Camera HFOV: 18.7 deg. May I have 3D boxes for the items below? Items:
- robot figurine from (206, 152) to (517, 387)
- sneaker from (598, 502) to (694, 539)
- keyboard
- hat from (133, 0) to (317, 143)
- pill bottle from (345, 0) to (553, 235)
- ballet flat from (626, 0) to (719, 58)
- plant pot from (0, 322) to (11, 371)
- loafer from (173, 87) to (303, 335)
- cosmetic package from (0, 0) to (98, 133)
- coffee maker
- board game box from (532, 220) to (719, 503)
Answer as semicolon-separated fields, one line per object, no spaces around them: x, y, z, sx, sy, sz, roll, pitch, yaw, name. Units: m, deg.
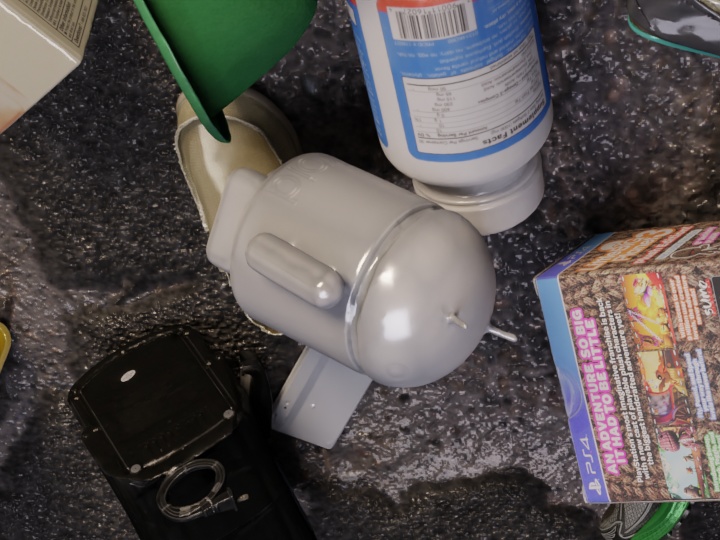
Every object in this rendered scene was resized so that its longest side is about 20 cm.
0.000;0.000;1.339;0.199;0.169;0.113;25;108;29;robot figurine
0.208;0.115;1.557;0.085;0.078;0.201;17;122;0;sneaker
-0.009;0.057;1.563;0.056;0.011;0.200;16;132;-15;keyboard
-0.042;-0.181;1.274;0.175;0.201;0.166;-29;151;3;hat
0.057;-0.122;1.327;0.112;0.113;0.201;-5;131;10;pill bottle
0.259;-0.148;1.314;0.199;0.073;0.073;17;131;-6;ballet flat
-0.396;0.103;1.534;0.200;0.201;0.176;34;138;-22;plant pot
-0.068;-0.037;1.444;0.075;0.068;0.200;-12;129;16;loafer
-0.260;-0.188;1.309;0.087;0.104;0.200;-35;118;30;cosmetic package
-0.112;0.172;1.552;0.134;0.193;0.200;-16;129;9;coffee maker
0.233;0.056;1.403;0.199;0.097;0.160;-5;106;34;board game box
